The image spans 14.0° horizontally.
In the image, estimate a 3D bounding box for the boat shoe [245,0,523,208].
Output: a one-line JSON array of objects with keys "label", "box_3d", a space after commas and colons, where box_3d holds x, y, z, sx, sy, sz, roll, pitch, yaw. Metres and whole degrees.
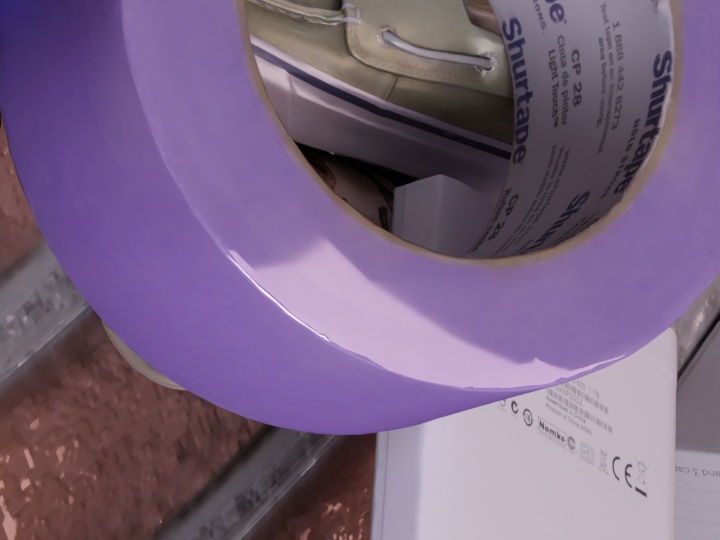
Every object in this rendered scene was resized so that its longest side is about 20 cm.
[{"label": "boat shoe", "box_3d": [0.010, -0.067, 0.890, 0.199, 0.072, 0.062, 20, 105, -23]}]

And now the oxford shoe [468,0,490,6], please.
[{"label": "oxford shoe", "box_3d": [0.067, -0.073, 0.993, 0.200, 0.075, 0.058, 27, 40, -66]}]

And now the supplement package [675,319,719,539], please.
[{"label": "supplement package", "box_3d": [0.232, 0.109, 1.193, 0.151, 0.151, 0.201, -50, 130, -39]}]

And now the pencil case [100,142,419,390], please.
[{"label": "pencil case", "box_3d": [0.000, 0.000, 0.920, 0.200, 0.089, 0.078, 5, 102, -53]}]

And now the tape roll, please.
[{"label": "tape roll", "box_3d": [0.008, -0.060, 0.793, 0.199, 0.085, 0.201, 7, 75, -28]}]

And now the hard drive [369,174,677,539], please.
[{"label": "hard drive", "box_3d": [0.050, 0.088, 0.867, 0.132, 0.026, 0.201, 32, 53, -44]}]
